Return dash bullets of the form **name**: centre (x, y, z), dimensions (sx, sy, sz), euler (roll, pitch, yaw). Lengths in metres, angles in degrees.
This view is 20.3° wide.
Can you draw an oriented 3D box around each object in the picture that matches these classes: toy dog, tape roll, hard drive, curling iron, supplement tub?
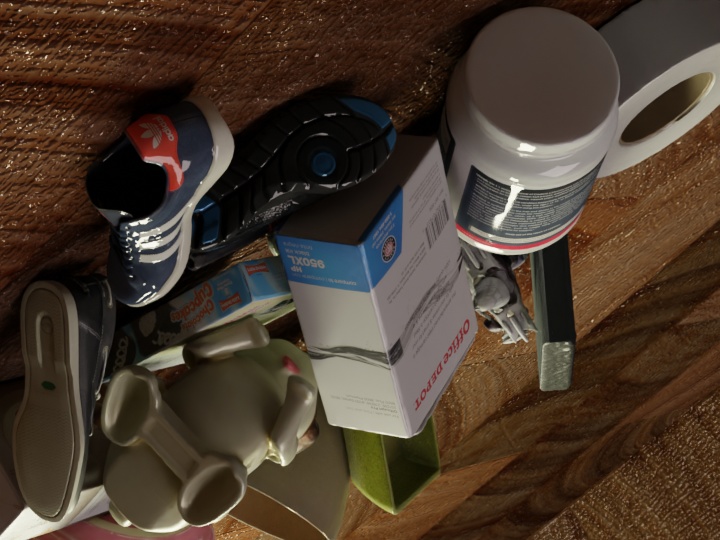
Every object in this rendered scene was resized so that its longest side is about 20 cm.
- **toy dog**: centre (-0.107, 0.130, 1.648), dimensions (0.200, 0.139, 0.194), euler (-34, 156, -48)
- **tape roll**: centre (0.260, -0.171, 1.830), dimensions (0.202, 0.071, 0.203), euler (-31, 162, -11)
- **hard drive**: centre (0.178, -0.003, 1.893), dimensions (0.033, 0.201, 0.140), euler (-4, 158, 2)
- **curling iron**: centre (-0.072, -0.032, 1.609), dimensions (0.026, 0.050, 0.200), euler (-43, 167, 35)
- **supplement tub**: centre (0.133, -0.111, 1.643), dimensions (0.140, 0.141, 0.200), euler (-29, 162, -16)

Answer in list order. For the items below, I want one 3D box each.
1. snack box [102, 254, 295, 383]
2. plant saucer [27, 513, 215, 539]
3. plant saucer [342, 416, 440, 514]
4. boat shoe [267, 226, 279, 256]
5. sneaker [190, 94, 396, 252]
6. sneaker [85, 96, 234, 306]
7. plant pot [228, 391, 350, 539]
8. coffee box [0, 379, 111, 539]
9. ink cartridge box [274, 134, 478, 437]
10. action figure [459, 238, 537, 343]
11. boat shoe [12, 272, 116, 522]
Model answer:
- **snack box**: centre (-0.121, 0.037, 1.672), dimensions (0.199, 0.037, 0.116), euler (-27, 170, 39)
- **plant saucer**: centre (-0.221, 0.210, 1.796), dimensions (0.200, 0.200, 0.051), euler (-12, 130, -51)
- **plant saucer**: centre (0.020, 0.126, 1.985), dimensions (0.048, 0.201, 0.200), euler (-9, -176, 16)
- **boat shoe**: centre (0.002, -0.003, 1.737), dimensions (0.201, 0.060, 0.072), euler (26, 103, -46)
- **sneaker**: centre (-0.068, -0.074, 1.531), dimensions (0.199, 0.074, 0.082), euler (-25, 179, -15)
- **sneaker**: centre (-0.162, -0.043, 1.421), dimensions (0.084, 0.075, 0.200), euler (-18, 149, -37)
- **plant pot**: centre (-0.088, 0.167, 1.963), dimensions (0.200, 0.199, 0.135), euler (84, 31, -71)
- **coffee box**: centre (-0.253, 0.152, 1.694), dimensions (0.199, 0.115, 0.080), euler (-11, 152, -50)
- **ink cartridge box**: centre (0.017, 0.012, 1.617), dimensions (0.145, 0.084, 0.201), euler (-54, 141, -42)
- **action figure**: centre (0.124, 0.000, 1.891), dimensions (0.069, 0.131, 0.200), euler (-18, -162, 17)
- **boat shoe**: centre (-0.224, 0.099, 1.555), dimensions (0.067, 0.072, 0.201), euler (-19, 121, -54)
